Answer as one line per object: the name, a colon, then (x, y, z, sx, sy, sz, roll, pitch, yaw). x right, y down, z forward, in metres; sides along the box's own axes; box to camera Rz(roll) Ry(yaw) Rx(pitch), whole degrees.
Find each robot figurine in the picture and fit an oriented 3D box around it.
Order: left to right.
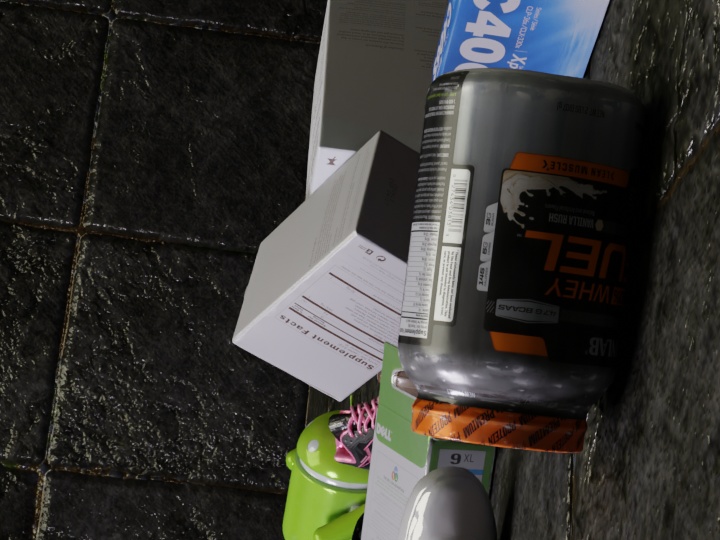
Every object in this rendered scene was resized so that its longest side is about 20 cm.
robot figurine: (-0.019, 0.238, 1.984, 0.176, 0.115, 0.200, -112, 29, -61)

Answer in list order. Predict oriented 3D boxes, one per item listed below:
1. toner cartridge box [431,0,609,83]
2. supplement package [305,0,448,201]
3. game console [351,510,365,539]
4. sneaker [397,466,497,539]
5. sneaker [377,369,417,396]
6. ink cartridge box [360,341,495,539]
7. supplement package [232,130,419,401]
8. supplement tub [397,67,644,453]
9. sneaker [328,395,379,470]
toner cartridge box: (0.108, -0.175, 1.184, 0.200, 0.095, 0.043, 102, 172, -53)
supplement package: (0.032, -0.130, 1.676, 0.151, 0.151, 0.200, 102, 173, -52)
game console: (0.038, 0.280, 1.536, 0.177, 0.031, 0.200, -33, 48, 55)
sneaker: (0.070, 0.240, 1.285, 0.088, 0.075, 0.200, -149, 59, -71)
sneaker: (0.050, 0.051, 1.670, 0.200, 0.075, 0.071, -95, 13, -67)
ink cartridge box: (0.052, 0.163, 1.422, 0.104, 0.059, 0.200, -155, 70, -66)
supplement package: (0.000, 0.000, 1.574, 0.200, 0.120, 0.121, -40, 28, 45)
supplement tub: (0.087, -0.004, 1.019, 0.123, 0.122, 0.200, 173, 104, -85)
sneaker: (0.017, 0.154, 1.809, 0.200, 0.095, 0.079, 110, 168, -64)
